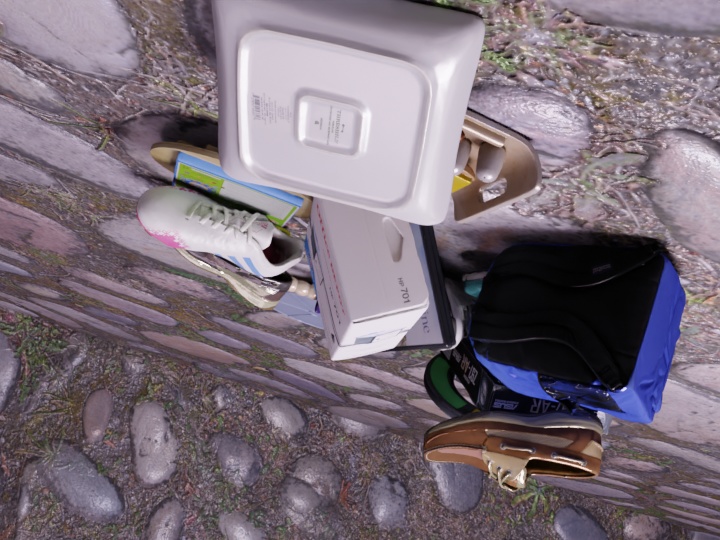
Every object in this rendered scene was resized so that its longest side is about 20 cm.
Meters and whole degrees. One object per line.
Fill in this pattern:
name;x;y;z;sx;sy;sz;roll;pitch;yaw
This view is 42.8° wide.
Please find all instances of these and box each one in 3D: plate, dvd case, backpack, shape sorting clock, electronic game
plate;-0.020;-0.117;0.689;0.197;0.033;0.201;14;140;6
dvd case;0.037;0.023;1.073;0.017;0.145;0.199;-11;179;-30
backpack;0.222;0.071;0.962;0.198;0.164;0.168;8;152;36
shape sorting clock;-0.132;-0.098;0.999;0.197;0.040;0.200;17;168;4
electronic game;0.176;0.156;1.166;0.197;0.042;0.201;11;-155;-5

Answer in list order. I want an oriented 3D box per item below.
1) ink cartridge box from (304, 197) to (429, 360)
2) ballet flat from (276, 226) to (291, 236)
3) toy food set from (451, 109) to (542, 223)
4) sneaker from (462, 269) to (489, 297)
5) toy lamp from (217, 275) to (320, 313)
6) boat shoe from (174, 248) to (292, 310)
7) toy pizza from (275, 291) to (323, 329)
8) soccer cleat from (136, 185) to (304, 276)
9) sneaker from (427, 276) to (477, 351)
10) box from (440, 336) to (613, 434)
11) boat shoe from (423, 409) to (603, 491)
ink cartridge box;0.000;0.000;0.966;0.085;0.149;0.200;-12;166;-9
ballet flat;-0.174;-0.061;1.151;0.198;0.068;0.067;21;143;-26
toy food set;0.038;-0.097;0.793;0.198;0.061;0.143;23;163;-18
sneaker;0.205;0.052;1.091;0.198;0.081;0.077;25;162;-24
toy lamp;-0.106;0.016;1.336;0.197;0.059;0.058;21;164;-8
boat shoe;-0.178;-0.027;1.251;0.200;0.072;0.066;38;119;-17
toy pizza;-0.066;0.056;1.471;0.197;0.032;0.200;17;164;5
soccer cleat;-0.147;-0.049;1.013;0.199;0.071;0.086;22;155;-40
sneaker;0.131;0.048;1.115;0.113;0.077;0.201;7;-166;-4
box;0.198;0.125;1.126;0.158;0.044;0.200;9;-164;-15
boat shoe;0.166;0.198;1.001;0.197;0.075;0.076;-6;149;13
